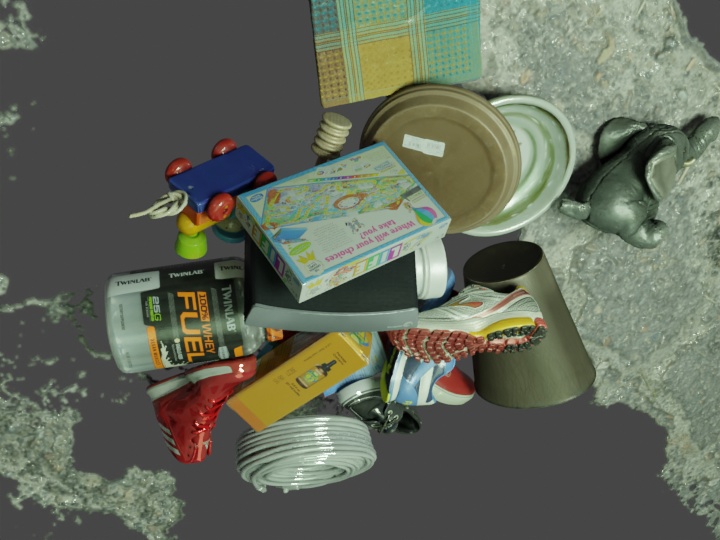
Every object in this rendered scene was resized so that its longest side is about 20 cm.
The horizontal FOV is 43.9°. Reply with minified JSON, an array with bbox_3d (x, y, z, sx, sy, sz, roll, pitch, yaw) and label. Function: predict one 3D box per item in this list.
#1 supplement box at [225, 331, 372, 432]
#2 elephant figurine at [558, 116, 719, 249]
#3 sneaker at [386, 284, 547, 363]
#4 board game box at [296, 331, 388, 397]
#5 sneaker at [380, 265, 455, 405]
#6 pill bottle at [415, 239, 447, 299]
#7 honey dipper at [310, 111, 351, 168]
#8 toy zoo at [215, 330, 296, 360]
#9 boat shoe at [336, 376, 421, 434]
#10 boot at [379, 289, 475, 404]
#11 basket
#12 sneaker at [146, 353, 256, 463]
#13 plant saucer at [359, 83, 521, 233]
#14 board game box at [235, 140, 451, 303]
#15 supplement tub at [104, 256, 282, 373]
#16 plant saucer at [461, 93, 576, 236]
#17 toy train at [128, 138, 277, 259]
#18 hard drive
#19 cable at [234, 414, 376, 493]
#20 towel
[{"bbox_3d":[-0.079,0.128,1.161,0.200,0.069,0.067,-33,112,25],"label":"supplement box"},{"bbox_3d":[0.376,-0.141,1.191,0.141,0.155,0.201,28,104,12],"label":"elephant figurine"},{"bbox_3d":[0.130,0.064,1.133,0.199,0.082,0.078,-4,144,-6],"label":"sneaker"},{"bbox_3d":[-0.037,0.067,1.190,0.103,0.019,0.201,-24,116,-7],"label":"board game box"},{"bbox_3d":[0.092,0.090,1.196,0.082,0.074,0.201,18,102,-10],"label":"sneaker"},{"bbox_3d":[0.000,0.000,1.098,0.199,0.112,0.113,-5,126,-12],"label":"pill bottle"},{"bbox_3d":[-0.060,-0.096,1.094,0.038,0.038,0.201,7,122,-25],"label":"honey dipper"},{"bbox_3d":[-0.114,0.092,1.217,0.200,0.020,0.131,29,110,-34],"label":"toy zoo"},{"bbox_3d":[0.034,0.203,1.282,0.070,0.066,0.200,-31,153,13],"label":"boat shoe"},{"bbox_3d":[0.124,0.106,1.290,0.200,0.072,0.144,31,107,-31],"label":"boot"},{"bbox_3d":[0.220,0.072,1.248,0.180,0.136,0.201,-4,120,30],"label":"basket"},{"bbox_3d":[-0.189,0.179,1.142,0.078,0.116,0.200,-12,172,-45],"label":"sneaker"},{"bbox_3d":[0.092,-0.126,1.074,0.199,0.030,0.201,9,126,12],"label":"plant saucer"},{"bbox_3d":[-0.018,-0.059,0.986,0.199,0.135,0.034,-24,151,-28],"label":"board game box"},{"bbox_3d":[-0.198,0.050,1.077,0.199,0.123,0.123,-9,127,-7],"label":"supplement tub"},{"bbox_3d":[0.175,-0.139,1.143,0.199,0.050,0.201,-9,127,-12],"label":"plant saucer"},{"bbox_3d":[-0.189,-0.059,0.999,0.200,0.085,0.116,-33,154,-42],"label":"toy train"},{"bbox_3d":[-0.031,0.000,1.010,0.199,0.136,0.042,2,162,-11],"label":"hard drive"},{"bbox_3d":[-0.077,0.257,1.263,0.199,0.070,0.200,-10,156,8],"label":"cable"},{"bbox_3d":[0.043,-0.270,1.021,0.199,0.022,0.147,-13,127,-10],"label":"towel"}]
